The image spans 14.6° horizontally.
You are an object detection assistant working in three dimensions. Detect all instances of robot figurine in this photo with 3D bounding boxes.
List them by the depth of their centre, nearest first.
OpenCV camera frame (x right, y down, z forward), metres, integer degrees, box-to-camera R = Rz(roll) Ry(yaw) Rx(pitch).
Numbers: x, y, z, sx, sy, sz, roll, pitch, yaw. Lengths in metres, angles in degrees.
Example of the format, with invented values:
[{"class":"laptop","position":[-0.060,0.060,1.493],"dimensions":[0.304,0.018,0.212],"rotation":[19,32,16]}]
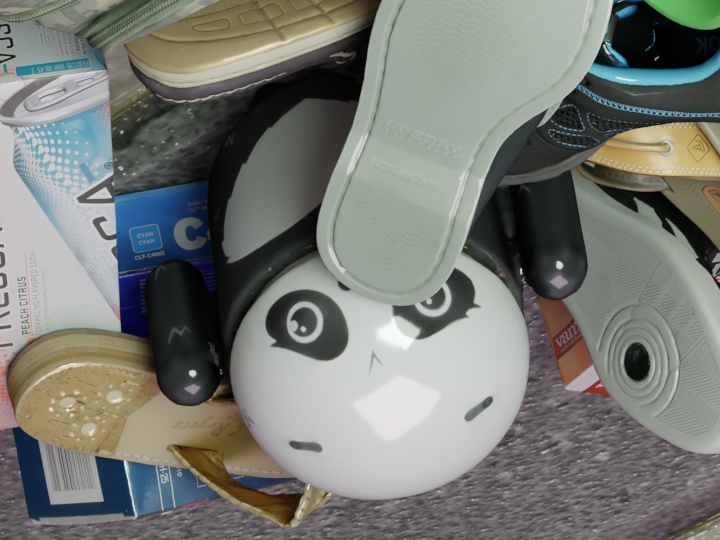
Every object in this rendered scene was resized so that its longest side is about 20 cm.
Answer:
[{"class":"robot figurine","position":[0.001,-0.002,1.133],"dimensions":[0.124,0.201,0.150],"rotation":[24,123,-26]}]

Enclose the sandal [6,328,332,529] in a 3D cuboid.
[{"class":"sandal","position":[-0.046,0.079,1.177],"dimensions":[0.210,0.070,0.078],"rotation":[10,131,-32]}]

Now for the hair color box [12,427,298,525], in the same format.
[{"class":"hair color box","position":[-0.050,0.068,1.297],"dimensions":[0.199,0.061,0.100],"rotation":[-11,-179,-35]}]

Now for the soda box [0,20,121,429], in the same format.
[{"class":"soda box","position":[-0.134,-0.024,1.132],"dimensions":[0.068,0.064,0.201],"rotation":[-9,138,-10]}]

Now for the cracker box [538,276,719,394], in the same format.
[{"class":"cracker box","position":[0.208,0.015,1.416],"dimensions":[0.199,0.058,0.134],"rotation":[9,144,-35]}]

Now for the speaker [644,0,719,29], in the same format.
[{"class":"speaker","position":[0.170,-0.165,0.948],"dimensions":[0.200,0.088,0.089],"rotation":[-37,159,-22]}]

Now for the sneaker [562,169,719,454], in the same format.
[{"class":"sneaker","position":[0.143,0.003,1.238],"dimensions":[0.111,0.200,0.073],"rotation":[2,126,-37]}]

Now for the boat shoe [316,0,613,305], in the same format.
[{"class":"boat shoe","position":[0.037,-0.074,0.980],"dimensions":[0.075,0.061,0.200],"rotation":[29,134,-5]}]

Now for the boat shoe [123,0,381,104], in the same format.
[{"class":"boat shoe","position":[0.002,-0.102,1.034],"dimensions":[0.199,0.072,0.065],"rotation":[-31,142,-27]}]

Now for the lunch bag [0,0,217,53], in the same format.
[{"class":"lunch bag","position":[-0.048,-0.162,0.903],"dimensions":[0.199,0.140,0.167],"rotation":[-25,169,23]}]

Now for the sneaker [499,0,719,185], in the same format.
[{"class":"sneaker","position":[0.085,-0.082,1.033],"dimensions":[0.199,0.074,0.082],"rotation":[-11,164,34]}]

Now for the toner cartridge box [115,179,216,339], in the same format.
[{"class":"toner cartridge box","position":[-0.107,0.007,1.269],"dimensions":[0.198,0.043,0.095],"rotation":[-10,151,-9]}]

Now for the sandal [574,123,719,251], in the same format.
[{"class":"sandal","position":[0.116,-0.050,1.144],"dimensions":[0.054,0.200,0.080],"rotation":[-47,-163,-16]}]
